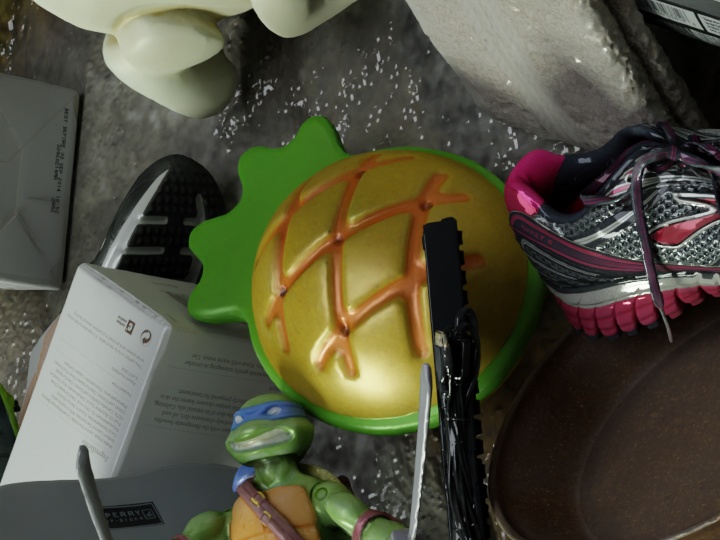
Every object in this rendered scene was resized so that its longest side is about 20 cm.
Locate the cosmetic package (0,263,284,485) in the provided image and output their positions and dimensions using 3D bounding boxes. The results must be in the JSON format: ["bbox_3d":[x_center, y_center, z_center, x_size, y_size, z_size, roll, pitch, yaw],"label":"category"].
[{"bbox_3d":[-0.112,0.110,1.240,0.085,0.107,0.201,31,103,43],"label":"cosmetic package"}]

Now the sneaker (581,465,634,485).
[{"bbox_3d":[0.118,0.131,0.999,0.199,0.115,0.076,-9,108,42],"label":"sneaker"}]

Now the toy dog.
[{"bbox_3d":[-0.067,-0.189,1.202,0.199,0.193,0.141,-24,54,45],"label":"toy dog"}]

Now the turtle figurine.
[{"bbox_3d":[-0.038,0.150,1.059,0.200,0.143,0.196,151,108,-76],"label":"turtle figurine"}]

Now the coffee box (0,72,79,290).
[{"bbox_3d":[-0.257,-0.048,1.424,0.199,0.079,0.114,-1,82,43],"label":"coffee box"}]

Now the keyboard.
[{"bbox_3d":[0.042,0.079,1.008,0.020,0.127,0.202,-6,90,1],"label":"keyboard"}]

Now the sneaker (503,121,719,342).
[{"bbox_3d":[0.144,-0.029,1.003,0.199,0.075,0.081,-19,30,37],"label":"sneaker"}]

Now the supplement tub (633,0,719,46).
[{"bbox_3d":[0.172,-0.145,1.004,0.199,0.122,0.123,24,99,43],"label":"supplement tub"}]

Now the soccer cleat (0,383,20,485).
[{"bbox_3d":[-0.211,0.144,1.299,0.068,0.080,0.201,-122,34,-43],"label":"soccer cleat"}]

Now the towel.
[{"bbox_3d":[0.069,-0.108,1.054,0.132,0.200,0.035,25,72,44],"label":"towel"}]

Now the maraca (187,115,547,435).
[{"bbox_3d":[0.000,0.000,1.148,0.199,0.107,0.138,28,78,39],"label":"maraca"}]

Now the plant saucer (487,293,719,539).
[{"bbox_3d":[0.142,0.051,1.000,0.200,0.037,0.201,-32,25,17],"label":"plant saucer"}]

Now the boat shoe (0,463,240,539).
[{"bbox_3d":[-0.101,0.132,1.166,0.057,0.199,0.069,-57,44,34],"label":"boat shoe"}]

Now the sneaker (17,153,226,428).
[{"bbox_3d":[-0.134,0.029,1.299,0.080,0.073,0.201,33,105,44],"label":"sneaker"}]
